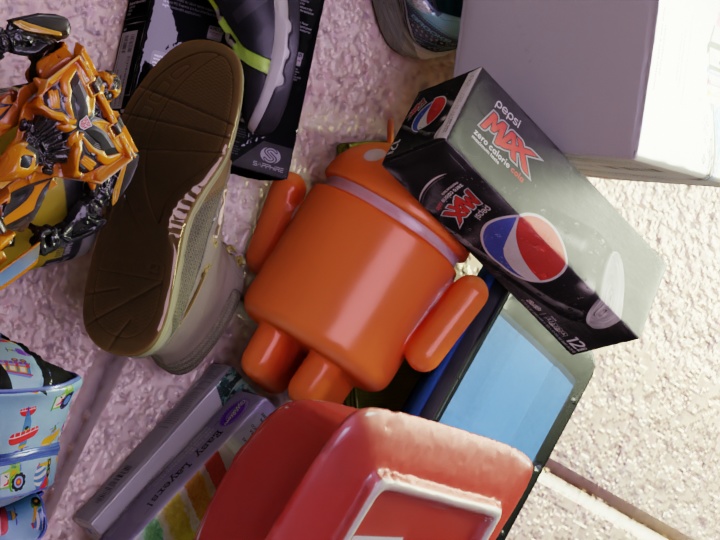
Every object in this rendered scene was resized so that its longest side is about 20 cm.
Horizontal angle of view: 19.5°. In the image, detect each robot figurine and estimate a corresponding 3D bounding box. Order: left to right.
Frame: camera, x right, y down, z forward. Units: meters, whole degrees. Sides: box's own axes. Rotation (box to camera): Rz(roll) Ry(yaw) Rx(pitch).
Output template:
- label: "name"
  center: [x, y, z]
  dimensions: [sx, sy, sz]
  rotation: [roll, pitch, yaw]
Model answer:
- label: "robot figurine"
  center: [-0.212, -0.055, 1.192]
  dimensions: [0.200, 0.058, 0.145]
  rotation: [-37, 118, -21]
- label: "robot figurine"
  center: [-0.002, -0.001, 1.395]
  dimensions: [0.117, 0.144, 0.200]
  rotation: [37, 81, -32]

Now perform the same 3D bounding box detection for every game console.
- label: "game console"
  center: [0.097, 0.094, 1.456]
  dimensions: [0.118, 0.171, 0.200]
  rotation: [30, 72, -1]

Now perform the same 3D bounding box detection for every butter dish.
- label: "butter dish"
  center: [-0.026, 0.154, 1.293]
  dimensions: [0.199, 0.148, 0.200]
  rotation: [20, 103, -50]

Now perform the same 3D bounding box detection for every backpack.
- label: "backpack"
  center: [-0.256, 0.101, 1.227]
  dimensions: [0.182, 0.200, 0.135]
  rotation: [0, 92, -29]

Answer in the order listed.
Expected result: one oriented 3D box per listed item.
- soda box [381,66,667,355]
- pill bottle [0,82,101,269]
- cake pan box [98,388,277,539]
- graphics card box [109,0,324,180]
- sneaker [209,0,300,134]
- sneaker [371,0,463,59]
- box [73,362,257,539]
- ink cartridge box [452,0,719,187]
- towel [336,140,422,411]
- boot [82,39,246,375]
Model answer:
- label: "soda box"
  center: [0.109, -0.035, 1.358]
  dimensions: [0.200, 0.063, 0.071]
  rotation: [43, 53, -24]
- label: "pill bottle"
  center: [-0.267, -0.040, 1.265]
  dimensions: [0.199, 0.114, 0.115]
  rotation: [-16, 99, -26]
- label: "cake pan box"
  center: [-0.072, 0.212, 1.377]
  dimensions: [0.184, 0.052, 0.200]
  rotation: [-44, 111, -17]
- label: "graphics card box"
  center: [-0.090, -0.169, 1.392]
  dimensions: [0.125, 0.051, 0.201]
  rotation: [13, 84, -28]
- label: "sneaker"
  center: [-0.081, -0.187, 1.344]
  dimensions: [0.082, 0.072, 0.201]
  rotation: [1, 90, -5]
- label: "sneaker"
  center: [0.037, -0.244, 1.438]
  dimensions: [0.077, 0.086, 0.201]
  rotation: [-32, 106, -25]
- label: "box"
  center: [-0.077, 0.183, 1.420]
  dimensions: [0.144, 0.036, 0.200]
  rotation: [-48, 113, -18]
- label: "ink cartridge box"
  center: [0.177, -0.140, 1.443]
  dimensions: [0.200, 0.147, 0.145]
  rotation: [8, 89, -57]
- label: "towel"
  center: [0.026, 0.009, 1.480]
  dimensions: [0.086, 0.018, 0.201]
  rotation: [-3, 93, -27]
- label: "boot"
  center: [-0.109, -0.036, 1.331]
  dimensions: [0.072, 0.155, 0.201]
  rotation: [14, 84, 12]
